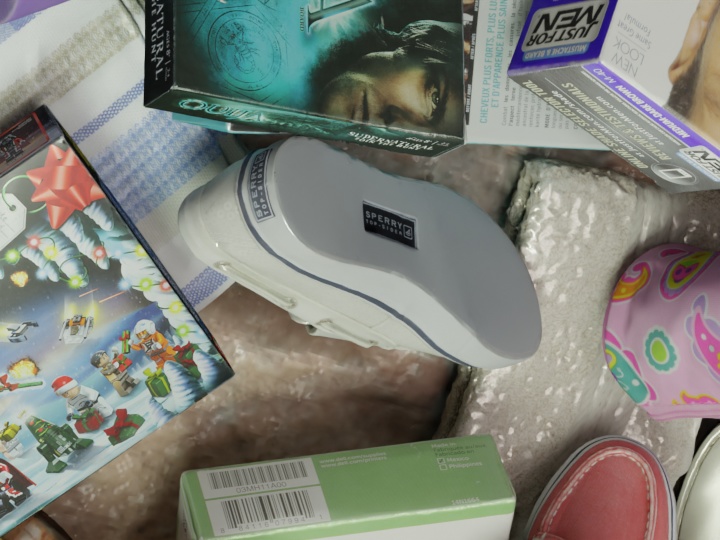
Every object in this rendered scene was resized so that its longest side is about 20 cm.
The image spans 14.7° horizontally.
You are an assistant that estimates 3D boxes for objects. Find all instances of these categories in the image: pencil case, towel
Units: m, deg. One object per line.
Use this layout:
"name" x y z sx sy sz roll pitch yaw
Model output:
"pencil case" 0.198 0.035 1.219 0.087 0.200 0.088 -5 98 -39
"towel" -0.130 -0.045 1.158 0.147 0.024 0.200 -40 120 -6
"towel" 0.105 0.050 1.312 0.132 0.034 0.200 9 104 -31

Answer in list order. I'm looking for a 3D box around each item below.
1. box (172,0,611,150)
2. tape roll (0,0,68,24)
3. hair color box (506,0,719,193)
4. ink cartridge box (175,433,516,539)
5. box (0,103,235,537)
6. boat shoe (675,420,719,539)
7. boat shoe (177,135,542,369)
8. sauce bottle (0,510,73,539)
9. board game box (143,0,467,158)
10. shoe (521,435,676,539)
"box" 0.020 -0.096 1.184 0.200 0.049 0.082 2 96 -33
"tape roll" -0.125 -0.194 0.996 0.085 0.200 0.200 -22 118 -20
"hair color box" 0.147 -0.146 1.198 0.109 0.065 0.200 32 70 -33
"ink cartridge box" -0.013 0.167 1.277 0.145 0.048 0.200 -7 134 -15
"box" -0.170 0.044 1.141 0.200 0.040 0.137 -35 119 -1
"boat shoe" 0.188 0.158 1.395 0.067 0.057 0.200 1 109 10
"boat shoe" 0.000 0.000 1.197 0.200 0.070 0.071 22 58 -49
"sauce bottle" -0.195 0.184 1.188 0.200 0.066 0.066 -45 123 -6
"board game box" -0.021 -0.152 1.110 0.135 0.028 0.200 8 72 -31
"shoe" 0.095 0.150 1.229 0.091 0.071 0.200 96 16 -64
